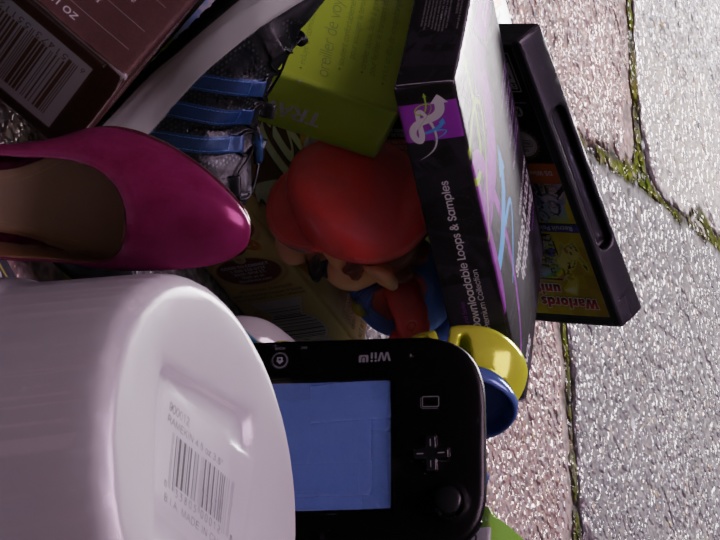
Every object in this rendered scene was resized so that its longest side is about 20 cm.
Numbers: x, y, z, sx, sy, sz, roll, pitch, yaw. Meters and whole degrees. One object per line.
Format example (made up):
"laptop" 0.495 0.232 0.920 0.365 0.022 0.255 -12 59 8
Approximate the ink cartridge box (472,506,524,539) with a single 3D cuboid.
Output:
"ink cartridge box" 0.015 0.236 1.527 0.076 0.147 0.201 45 42 -50

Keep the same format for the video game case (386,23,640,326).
"video game case" 0.051 -0.055 1.671 0.025 0.199 0.182 -40 119 -36

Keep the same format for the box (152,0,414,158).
"box" -0.071 -0.142 1.504 0.048 0.199 0.122 120 -15 -50

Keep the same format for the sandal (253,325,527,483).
"sandal" -0.012 0.083 1.471 0.087 0.199 0.080 -96 173 -46

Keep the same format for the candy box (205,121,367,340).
"candy box" -0.055 -0.053 1.601 0.200 0.055 0.116 52 38 -46

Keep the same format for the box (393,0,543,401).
"box" 0.060 -0.051 1.525 0.143 0.036 0.201 -79 160 -53

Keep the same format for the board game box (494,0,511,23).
"board game box" 0.053 -0.108 1.850 0.148 0.064 0.201 -42 120 -63

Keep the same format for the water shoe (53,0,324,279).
"water shoe" -0.073 -0.071 1.424 0.079 0.200 0.072 46 5 -11

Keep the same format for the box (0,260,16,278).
"box" -0.174 0.090 1.300 0.201 0.049 0.162 64 31 -31

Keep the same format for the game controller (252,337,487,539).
"game controller" -0.038 0.087 1.421 0.042 0.199 0.105 33 55 -81

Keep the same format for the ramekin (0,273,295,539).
"ramekin" -0.107 0.096 1.268 0.200 0.097 0.202 33 52 -58

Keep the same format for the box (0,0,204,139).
"box" -0.114 -0.158 1.407 0.100 0.075 0.200 40 46 -5

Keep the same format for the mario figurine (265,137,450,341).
"mario figurine" 0.000 0.000 1.575 0.123 0.106 0.200 41 -9 38

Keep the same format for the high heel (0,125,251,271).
"high heel" -0.150 -0.019 1.239 0.096 0.199 0.068 -65 161 -59

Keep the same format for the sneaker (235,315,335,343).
"sneaker" -0.039 0.071 1.580 0.200 0.076 0.081 53 26 -54
